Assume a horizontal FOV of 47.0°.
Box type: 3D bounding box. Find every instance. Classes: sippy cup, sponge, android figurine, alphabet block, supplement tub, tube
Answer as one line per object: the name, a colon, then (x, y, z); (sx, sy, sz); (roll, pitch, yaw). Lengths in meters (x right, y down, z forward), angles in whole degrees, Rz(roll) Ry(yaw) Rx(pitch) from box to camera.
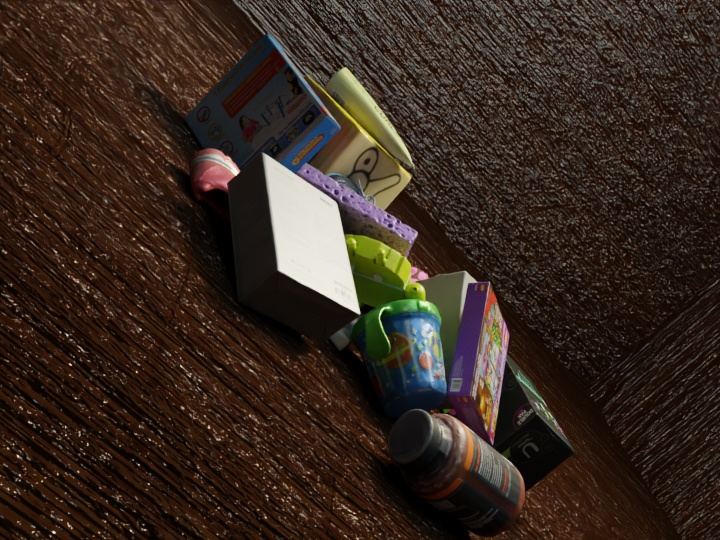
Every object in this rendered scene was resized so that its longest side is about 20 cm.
sippy cup: (0.064, 0.133, 1.184); (0.174, 0.140, 0.133); (4, 56, -30)
sponge: (-0.016, -0.067, 1.230); (0.197, 0.112, 0.030); (32, 54, 4)
android figurine: (0.015, 0.012, 1.223); (0.178, 0.042, 0.201); (21, -25, 13)
alphabet block: (-0.065, -0.176, 1.446); (0.197, 0.201, 0.195); (48, 9, 37)
supplement tub: (0.121, 0.255, 1.059); (0.200, 0.107, 0.108); (42, 13, -34)
tube: (0.024, -0.247, 1.378); (0.201, 0.052, 0.058); (49, 47, 2)

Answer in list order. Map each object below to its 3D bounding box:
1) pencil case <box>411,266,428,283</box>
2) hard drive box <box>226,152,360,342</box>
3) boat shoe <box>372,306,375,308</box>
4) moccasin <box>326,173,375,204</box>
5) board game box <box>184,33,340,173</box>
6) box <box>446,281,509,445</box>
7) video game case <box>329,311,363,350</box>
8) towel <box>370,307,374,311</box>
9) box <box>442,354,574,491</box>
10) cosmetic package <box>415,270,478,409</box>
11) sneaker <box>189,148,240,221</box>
pencil case: (0.111, 0.058, 1.680); (0.091, 0.093, 0.201); (45, 12, -19)
hard drive box: (-0.090, -0.030, 1.093); (0.155, 0.076, 0.203); (31, 36, -41)
boat shoe: (0.000, -0.013, 1.325); (0.199, 0.075, 0.075); (39, -31, -17)
moccasin: (0.000, -0.094, 1.361); (0.068, 0.081, 0.199); (38, 0, 36)
board game box: (-0.160, -0.236, 1.326); (0.197, 0.199, 0.056); (54, 13, 25)
box: (0.182, 0.140, 1.250); (0.138, 0.038, 0.203); (62, 35, -44)
video game case: (-0.074, 0.022, 1.275); (0.201, 0.023, 0.182); (50, 12, 0)
towel: (0.071, 0.108, 1.481); (0.112, 0.048, 0.200); (51, 12, 9)
box: (0.238, 0.254, 1.394); (0.124, 0.148, 0.201); (42, 13, -29)
cosmetic package: (0.137, 0.113, 1.338); (0.090, 0.105, 0.204); (39, 54, -40)
sneaker: (-0.164, -0.087, 1.188); (0.198, 0.074, 0.088); (30, 35, -26)
